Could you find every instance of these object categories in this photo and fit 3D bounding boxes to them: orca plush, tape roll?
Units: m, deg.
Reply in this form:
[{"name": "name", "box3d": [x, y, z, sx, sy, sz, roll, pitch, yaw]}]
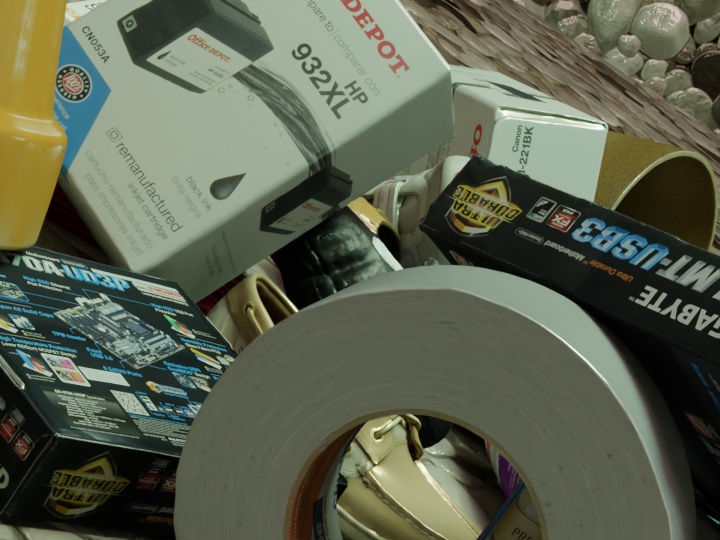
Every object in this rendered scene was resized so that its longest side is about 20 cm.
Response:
[{"name": "orca plush", "box3d": [0.003, 0.005, 1.172, 0.071, 0.104, 0.202, 162, -84, -82]}, {"name": "tape roll", "box3d": [0.029, 0.101, 0.834, 0.200, 0.201, 0.066, 38, 15, 9]}]

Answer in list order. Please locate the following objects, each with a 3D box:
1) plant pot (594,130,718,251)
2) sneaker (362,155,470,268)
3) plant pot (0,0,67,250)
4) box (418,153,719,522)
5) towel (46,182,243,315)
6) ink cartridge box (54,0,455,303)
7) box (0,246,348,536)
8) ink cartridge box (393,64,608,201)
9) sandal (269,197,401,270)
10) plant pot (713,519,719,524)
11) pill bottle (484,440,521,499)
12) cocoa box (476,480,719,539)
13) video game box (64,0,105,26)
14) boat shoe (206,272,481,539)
[{"name": "plant pot", "box3d": [0.134, -0.037, 1.587, 0.199, 0.187, 0.186, 28, 8, 34]}, {"name": "sneaker", "box3d": [0.018, -0.017, 1.313, 0.088, 0.200, 0.082, 13, 66, -16]}, {"name": "plant pot", "box3d": [-0.210, -0.130, 0.946, 0.199, 0.184, 0.200, 20, 5, -2]}, {"name": "box", "box3d": [0.143, 0.051, 0.911, 0.198, 0.050, 0.200, 26, -18, 46]}, {"name": "towel", "box3d": [-0.132, -0.043, 1.266, 0.144, 0.023, 0.200, 33, 15, -12]}, {"name": "ink cartridge box", "box3d": [-0.069, -0.090, 1.133, 0.145, 0.199, 0.084, 54, -9, 19]}, {"name": "box", "box3d": [-0.118, 0.052, 0.957, 0.199, 0.046, 0.159, 16, 24, -52]}, {"name": "ink cartridge box", "box3d": [0.080, -0.052, 1.420, 0.083, 0.145, 0.200, 6, 13, -18]}, {"name": "sandal", "box3d": [0.000, 0.000, 1.237, 0.201, 0.054, 0.082, 60, 30, -3]}, {"name": "plant pot", "box3d": [0.266, 0.167, 1.046, 0.188, 0.199, 0.200, 56, 9, -17]}, {"name": "pill bottle", "box3d": [0.140, 0.125, 1.177, 0.112, 0.113, 0.200, 30, 16, -21]}, {"name": "cocoa box", "box3d": [0.127, 0.184, 0.931, 0.200, 0.132, 0.133, 38, 15, 8]}, {"name": "video game box", "box3d": [-0.119, -0.117, 1.480, 0.200, 0.047, 0.182, 37, 17, 3]}, {"name": "boat shoe", "box3d": [-0.008, 0.078, 1.077, 0.200, 0.069, 0.074, 41, 16, 18]}]
